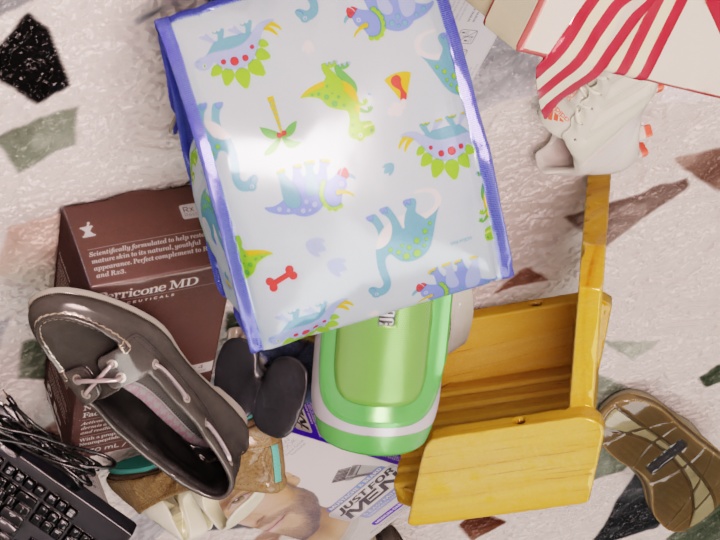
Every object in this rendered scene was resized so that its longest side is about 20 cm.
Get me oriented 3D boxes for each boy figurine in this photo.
[{"bbox_3d":[-0.033,0.064,1.704,0.200,0.124,0.065,-15,121,-67],"label":"boy figurine"}]

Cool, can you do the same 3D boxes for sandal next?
[{"bbox_3d":[0.256,0.153,2.078,0.080,0.054,0.200,-36,132,9],"label":"sandal"}]

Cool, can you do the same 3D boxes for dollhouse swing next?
[{"bbox_3d":[0.101,0.046,1.713,0.181,0.200,0.177,-9,114,12],"label":"dollhouse swing"}]

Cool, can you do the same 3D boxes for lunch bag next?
[{"bbox_3d":[-0.019,-0.078,1.415,0.169,0.128,0.201,-18,117,-9],"label":"lunch bag"}]

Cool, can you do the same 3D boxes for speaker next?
[{"bbox_3d":[0.015,0.014,1.563,0.088,0.088,0.201,-6,112,-27],"label":"speaker"}]

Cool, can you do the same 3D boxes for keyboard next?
[{"bbox_3d":[-0.244,0.136,1.613,0.200,0.040,0.104,35,95,-8],"label":"keyboard"}]

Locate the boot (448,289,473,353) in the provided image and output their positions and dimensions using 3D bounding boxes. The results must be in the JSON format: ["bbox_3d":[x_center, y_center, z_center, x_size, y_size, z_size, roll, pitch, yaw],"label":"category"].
[{"bbox_3d":[0.000,0.000,1.666,0.144,0.073,0.200,-20,140,-7],"label":"boot"}]

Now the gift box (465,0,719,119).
[{"bbox_3d":[0.138,-0.192,1.317,0.184,0.187,0.201,3,118,-37],"label":"gift box"}]

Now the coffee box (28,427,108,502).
[{"bbox_3d":[-0.225,0.225,1.718,0.113,0.201,0.080,-40,148,22],"label":"coffee box"}]

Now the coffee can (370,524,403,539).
[{"bbox_3d":[-0.032,0.322,2.037,0.199,0.147,0.146,-25,148,3],"label":"coffee can"}]

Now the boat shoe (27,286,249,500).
[{"bbox_3d":[-0.137,0.079,1.546,0.067,0.057,0.200,-23,137,26],"label":"boat shoe"}]

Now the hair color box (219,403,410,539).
[{"bbox_3d":[-0.039,0.149,1.862,0.109,0.065,0.200,-39,143,23],"label":"hair color box"}]

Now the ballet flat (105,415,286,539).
[{"bbox_3d":[-0.114,0.153,1.738,0.068,0.073,0.200,-21,179,-42],"label":"ballet flat"}]

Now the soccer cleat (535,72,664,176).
[{"bbox_3d":[0.155,-0.121,1.595,0.077,0.070,0.200,-15,150,-8],"label":"soccer cleat"}]

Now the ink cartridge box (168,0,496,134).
[{"bbox_3d":[-0.003,-0.161,1.454,0.199,0.041,0.200,-2,141,-30],"label":"ink cartridge box"}]

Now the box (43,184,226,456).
[{"bbox_3d":[-0.149,0.036,1.615,0.100,0.075,0.200,-11,144,-19],"label":"box"}]
